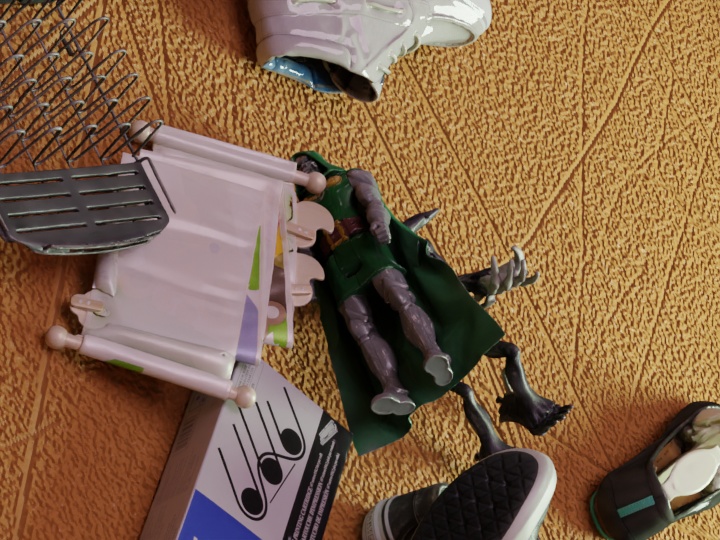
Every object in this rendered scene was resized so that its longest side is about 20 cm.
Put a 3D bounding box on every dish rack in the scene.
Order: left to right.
[{"bbox_3d":[-0.181,-0.102,1.527,0.153,0.055,0.200,-9,66,-49],"label":"dish rack"}]

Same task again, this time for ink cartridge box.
[{"bbox_3d":[-0.071,0.148,1.529,0.094,0.044,0.200,41,43,-23],"label":"ink cartridge box"}]

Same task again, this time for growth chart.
[{"bbox_3d":[-0.092,-0.007,1.578,0.145,0.018,0.200,23,48,-10],"label":"growth chart"}]

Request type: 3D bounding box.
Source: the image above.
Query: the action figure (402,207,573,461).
[{"bbox_3d":[0.058,0.029,1.699,0.200,0.102,0.119,53,51,-9],"label":"action figure"}]

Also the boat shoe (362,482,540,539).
[{"bbox_3d":[0.090,0.197,1.660,0.200,0.071,0.072,34,46,-32],"label":"boat shoe"}]

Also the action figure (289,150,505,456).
[{"bbox_3d":[0.000,0.000,1.639,0.055,0.118,0.200,35,21,-49],"label":"action figure"}]

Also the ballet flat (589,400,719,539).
[{"bbox_3d":[0.233,0.136,1.860,0.200,0.068,0.068,-33,93,-52],"label":"ballet flat"}]

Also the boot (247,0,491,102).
[{"bbox_3d":[0.006,-0.153,1.785,0.200,0.074,0.096,10,67,-36],"label":"boot"}]

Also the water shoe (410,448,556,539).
[{"bbox_3d":[0.062,0.199,1.585,0.079,0.071,0.200,36,83,-40],"label":"water shoe"}]
